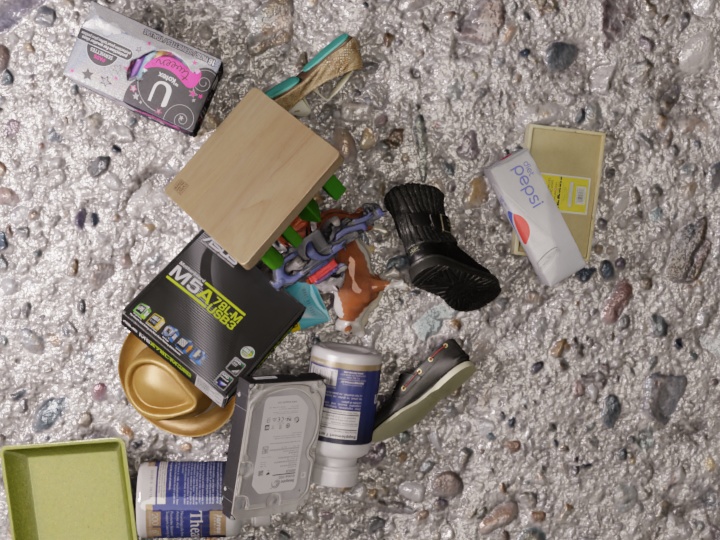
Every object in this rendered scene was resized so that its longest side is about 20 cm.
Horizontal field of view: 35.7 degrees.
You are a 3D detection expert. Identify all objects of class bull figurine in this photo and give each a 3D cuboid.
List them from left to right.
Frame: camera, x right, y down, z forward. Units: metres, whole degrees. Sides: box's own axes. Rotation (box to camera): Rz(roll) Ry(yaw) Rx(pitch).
[{"bbox_3d":[0.000,0.000,1.692,0.120,0.065,0.203,-17,97,-7],"label":"bull figurine"}]

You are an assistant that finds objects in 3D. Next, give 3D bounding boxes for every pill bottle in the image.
[{"bbox_3d":[-0.233,0.343,1.674,0.196,0.111,0.113,0,95,-6],"label":"pill bottle"},{"bbox_3d":[-0.032,0.217,1.684,0.109,0.111,0.204,7,95,-6],"label":"pill bottle"}]

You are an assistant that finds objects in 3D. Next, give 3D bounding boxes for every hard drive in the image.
[{"bbox_3d":[-0.123,0.250,1.597,0.138,0.038,0.204,2,103,-40],"label":"hard drive"}]

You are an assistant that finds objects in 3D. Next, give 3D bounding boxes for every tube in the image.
[{"bbox_3d":[-0.149,0.079,1.696,0.197,0.050,0.078,-24,99,-7],"label":"tube"}]

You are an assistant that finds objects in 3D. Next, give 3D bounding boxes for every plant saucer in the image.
[{"bbox_3d":[-0.426,0.348,1.672,0.196,0.048,0.204,-5,96,9],"label":"plant saucer"}]

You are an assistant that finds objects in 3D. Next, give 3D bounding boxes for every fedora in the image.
[{"bbox_3d":[-0.279,0.165,1.639,0.197,0.082,0.204,4,105,16],"label":"fedora"}]

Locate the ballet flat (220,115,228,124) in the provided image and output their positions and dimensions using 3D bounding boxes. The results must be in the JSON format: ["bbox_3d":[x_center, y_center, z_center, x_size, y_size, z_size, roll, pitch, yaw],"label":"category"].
[{"bbox_3d":[-0.197,-0.133,1.659,0.068,0.069,0.204,7,95,-6],"label":"ballet flat"}]

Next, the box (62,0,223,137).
[{"bbox_3d":[-0.307,-0.282,1.600,0.197,0.132,0.116,23,91,-7],"label":"box"}]

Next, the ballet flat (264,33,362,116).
[{"bbox_3d":[-0.078,-0.270,1.661,0.199,0.071,0.066,-35,112,2],"label":"ballet flat"}]

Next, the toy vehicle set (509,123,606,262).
[{"bbox_3d":[0.306,-0.119,1.732,0.122,0.027,0.204,7,94,-6],"label":"toy vehicle set"}]

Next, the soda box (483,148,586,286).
[{"bbox_3d":[0.262,-0.080,1.685,0.068,0.063,0.202,-28,97,-2],"label":"soda box"}]

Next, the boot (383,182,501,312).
[{"bbox_3d":[0.127,-0.038,1.692,0.079,0.210,0.160,-33,55,23],"label":"boot"}]

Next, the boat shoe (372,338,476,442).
[{"bbox_3d":[0.085,0.187,1.721,0.201,0.074,0.063,-41,62,8],"label":"boat shoe"}]

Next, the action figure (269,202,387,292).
[{"bbox_3d":[-0.065,-0.062,1.640,0.198,0.105,0.196,-26,91,-9],"label":"action figure"}]

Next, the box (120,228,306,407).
[{"bbox_3d":[-0.211,0.064,1.619,0.199,0.048,0.193,38,61,7],"label":"box"}]

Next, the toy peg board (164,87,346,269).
[{"bbox_3d":[-0.136,-0.115,1.573,0.200,0.098,0.199,-48,57,-4],"label":"toy peg board"}]
